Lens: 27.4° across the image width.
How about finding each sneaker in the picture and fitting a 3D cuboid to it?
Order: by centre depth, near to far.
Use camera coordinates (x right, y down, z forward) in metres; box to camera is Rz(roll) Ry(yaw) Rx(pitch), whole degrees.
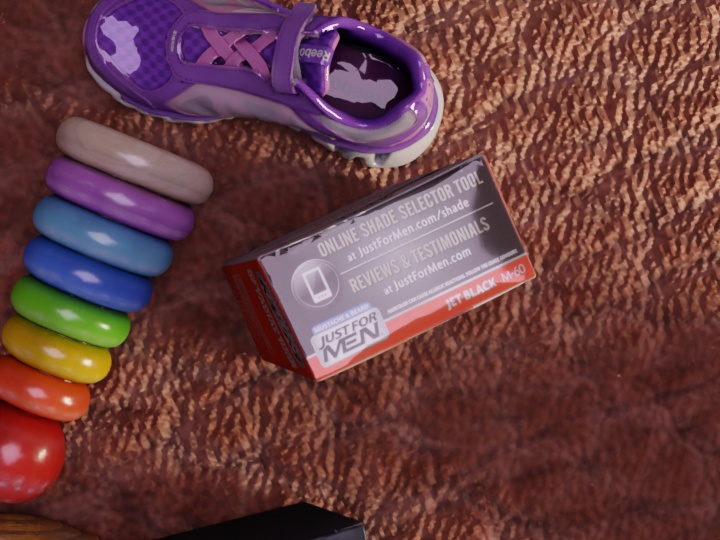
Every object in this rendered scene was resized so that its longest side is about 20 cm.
[{"bbox_3d":[-0.046,-0.110,0.775,0.200,0.088,0.081,13,88,-8],"label":"sneaker"}]

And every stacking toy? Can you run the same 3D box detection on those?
[{"bbox_3d":[-0.149,0.027,0.763,0.085,0.085,0.200,21,90,-8],"label":"stacking toy"}]

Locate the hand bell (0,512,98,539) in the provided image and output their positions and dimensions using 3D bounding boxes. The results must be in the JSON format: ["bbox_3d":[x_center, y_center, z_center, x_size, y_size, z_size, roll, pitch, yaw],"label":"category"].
[{"bbox_3d":[-0.233,0.135,0.751,0.200,0.104,0.104,11,87,-22],"label":"hand bell"}]

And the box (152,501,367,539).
[{"bbox_3d":[-0.078,0.237,0.737,0.182,0.104,0.200,-11,91,-19],"label":"box"}]

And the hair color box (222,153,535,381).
[{"bbox_3d":[0.000,0.000,0.722,0.111,0.200,0.064,-25,92,-9],"label":"hair color box"}]
